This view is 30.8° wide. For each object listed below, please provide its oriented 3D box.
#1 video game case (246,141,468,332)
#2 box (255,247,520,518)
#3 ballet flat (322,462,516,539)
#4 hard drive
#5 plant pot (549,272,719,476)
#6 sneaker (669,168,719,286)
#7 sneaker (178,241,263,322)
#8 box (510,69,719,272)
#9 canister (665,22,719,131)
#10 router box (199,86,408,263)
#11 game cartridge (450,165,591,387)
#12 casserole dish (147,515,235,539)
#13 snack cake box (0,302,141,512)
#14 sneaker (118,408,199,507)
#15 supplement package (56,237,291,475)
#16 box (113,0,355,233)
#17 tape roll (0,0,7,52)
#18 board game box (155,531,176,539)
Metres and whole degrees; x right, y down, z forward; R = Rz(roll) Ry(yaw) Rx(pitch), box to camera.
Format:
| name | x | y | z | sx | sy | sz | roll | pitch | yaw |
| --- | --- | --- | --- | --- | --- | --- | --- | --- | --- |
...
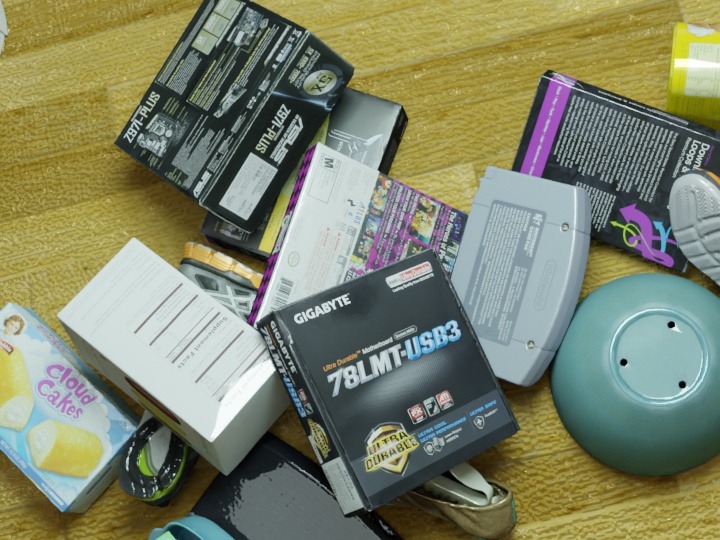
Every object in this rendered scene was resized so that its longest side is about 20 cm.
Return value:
| name | x | y | z | sx | sy | sz | roll | pitch | yaw |
| --- | --- | --- | --- | --- | --- | --- | --- | --- | --- |
| video game case | 0.000 | 0.000 | 1.294 | 0.181 | 0.036 | 0.200 | 23 | 73 | -19 |
| box | 0.029 | 0.100 | 1.218 | 0.200 | 0.050 | 0.199 | -20 | 84 | -36 |
| ballet flat | 0.060 | 0.202 | 1.276 | 0.200 | 0.072 | 0.068 | 21 | 40 | 12 |
| hard drive | -0.068 | 0.261 | 1.305 | 0.200 | 0.042 | 0.135 | 36 | 86 | 14 |
| plant pot | 0.278 | 0.091 | 1.237 | 0.200 | 0.135 | 0.201 | -2 | 79 | 9 |
| sneaker | 0.374 | -0.038 | 1.252 | 0.200 | 0.078 | 0.112 | 53 | 58 | -22 |
| sneaker | -0.108 | 0.042 | 1.344 | 0.200 | 0.078 | 0.077 | 25 | 85 | 23 |
| box | 0.254 | -0.099 | 1.294 | 0.200 | 0.036 | 0.143 | 23 | 119 | 13 |
| canister | 0.400 | -0.180 | 1.266 | 0.200 | 0.149 | 0.087 | 5 | 74 | 12 |
| router box | -0.058 | -0.100 | 1.372 | 0.157 | 0.052 | 0.200 | 20 | 82 | 13 |
| game cartridge | 0.153 | 0.006 | 1.284 | 0.133 | 0.040 | 0.200 | 19 | 94 | 42 |
| casserole dish | -0.125 | 0.317 | 1.277 | 0.200 | 0.039 | 0.121 | 38 | 131 | 16 |
| snack cake box | -0.326 | 0.142 | 1.359 | 0.200 | 0.067 | 0.115 | 41 | 88 | 15 |
| sneaker | -0.185 | 0.151 | 1.334 | 0.074 | 0.081 | 0.200 | 20 | 63 | 11 |
| supplement package | -0.173 | 0.083 | 1.258 | 0.200 | 0.114 | 0.110 | 36 | 71 | 18 |
| box | -0.129 | -0.165 | 1.321 | 0.164 | 0.086 | 0.200 | 33 | 91 | 39 |
| tape roll | -0.513 | -0.283 | 1.439 | 0.202 | 0.139 | 0.203 | -2 | 78 | 10 |
| board game box | -0.154 | 0.368 | 1.267 | 0.200 | 0.029 | 0.135 | 44 | 127 | 15 |
